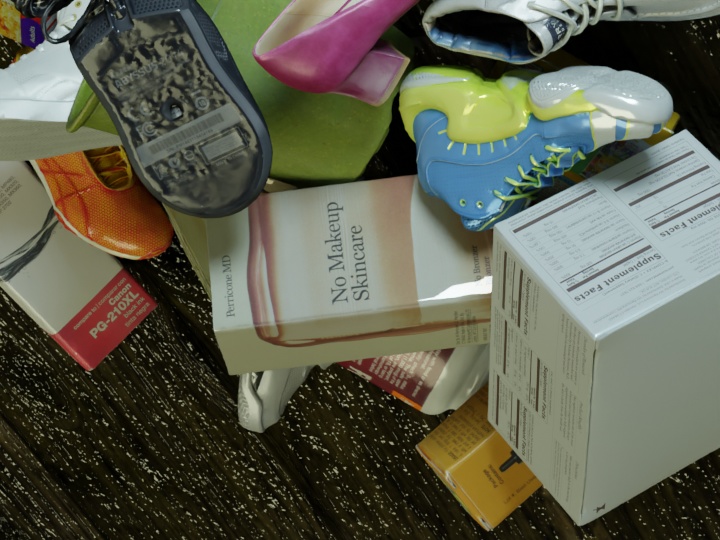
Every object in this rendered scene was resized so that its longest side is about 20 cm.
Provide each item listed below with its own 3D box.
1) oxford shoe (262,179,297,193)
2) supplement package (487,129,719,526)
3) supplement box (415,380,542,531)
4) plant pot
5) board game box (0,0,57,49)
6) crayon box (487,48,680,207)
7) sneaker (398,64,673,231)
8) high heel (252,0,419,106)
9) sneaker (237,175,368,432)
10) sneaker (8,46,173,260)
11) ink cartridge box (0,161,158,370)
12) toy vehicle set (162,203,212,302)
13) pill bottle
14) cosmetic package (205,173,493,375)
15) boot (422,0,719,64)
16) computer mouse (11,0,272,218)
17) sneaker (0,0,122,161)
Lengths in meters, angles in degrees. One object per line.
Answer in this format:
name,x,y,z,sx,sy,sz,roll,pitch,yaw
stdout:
oxford shoe,-0.119,-0.126,1.564,0.200,0.070,0.075,36,113,3
supplement package,0.177,0.039,1.348,0.111,0.156,0.200,50,157,34
supplement box,0.138,0.092,1.501,0.067,0.200,0.069,53,172,-27
plant pot,-0.071,-0.144,1.410,0.190,0.200,0.200,25,146,-12
board game box,-0.307,-0.262,1.538,0.200,0.046,0.152,24,144,11
crayon box,0.133,-0.081,1.424,0.126,0.052,0.200,30,145,3
sneaker,0.112,-0.075,1.316,0.200,0.076,0.105,10,107,43
high heel,0.009,-0.199,1.271,0.096,0.200,0.067,15,-158,-37
sneaker,-0.007,0.038,1.489,0.115,0.200,0.075,25,179,6
sneaker,-0.216,-0.090,1.608,0.200,0.073,0.077,49,146,14
ink cartridge box,-0.276,-0.027,1.714,0.200,0.084,0.145,49,172,-22
toy vehicle set,-0.109,0.002,1.609,0.124,0.026,0.200,60,174,16
pill bottle,0.039,0.038,1.581,0.200,0.114,0.114,30,144,3
cosmetic package,0.000,0.000,1.404,0.199,0.104,0.087,-9,157,1
boot,0.138,-0.163,1.285,0.200,0.096,0.074,5,137,32
computer mouse,-0.117,-0.127,1.287,0.138,0.053,0.200,-20,115,9
sneaker,-0.226,-0.148,1.514,0.199,0.116,0.074,-6,160,-8
